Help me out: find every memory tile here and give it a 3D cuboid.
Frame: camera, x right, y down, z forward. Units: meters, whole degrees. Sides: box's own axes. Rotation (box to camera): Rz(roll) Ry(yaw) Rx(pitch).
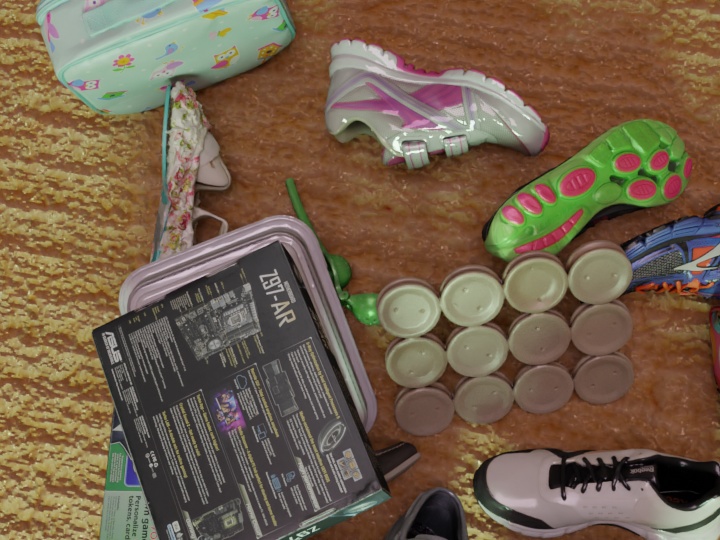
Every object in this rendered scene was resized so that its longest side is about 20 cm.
[{"bbox_3d":[0.116,0.055,0.835,0.198,0.017,0.154,-10,122,3],"label":"memory tile"}]

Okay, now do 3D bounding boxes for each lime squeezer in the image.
[{"bbox_3d":[0.000,0.000,0.886,0.199,0.038,0.071,34,86,9],"label":"lime squeezer"}]

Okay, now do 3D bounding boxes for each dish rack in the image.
[{"bbox_3d":[-0.089,0.073,0.850,0.170,0.044,0.202,-21,101,1],"label":"dish rack"}]

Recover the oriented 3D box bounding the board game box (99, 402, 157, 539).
[{"bbox_3d":[-0.125,0.184,0.783,0.133,0.029,0.202,-1,72,10],"label":"board game box"}]

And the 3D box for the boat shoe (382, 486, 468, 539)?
[{"bbox_3d":[0.042,0.219,0.767,0.070,0.201,0.072,29,109,-1],"label":"boat shoe"}]

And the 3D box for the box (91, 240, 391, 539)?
[{"bbox_3d":[-0.089,0.101,0.763,0.159,0.044,0.201,-26,69,2],"label":"box"}]

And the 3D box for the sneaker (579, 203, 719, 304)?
[{"bbox_3d":[0.271,-0.006,0.847,0.198,0.075,0.079,-22,84,3],"label":"sneaker"}]

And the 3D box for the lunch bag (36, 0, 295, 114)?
[{"bbox_3d":[-0.153,-0.205,0.866,0.198,0.160,0.078,-22,81,3],"label":"lunch bag"}]

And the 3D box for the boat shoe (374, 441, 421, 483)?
[{"bbox_3d":[-0.047,0.175,0.837,0.199,0.067,0.057,-27,79,-13],"label":"boat shoe"}]

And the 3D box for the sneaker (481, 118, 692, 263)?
[{"bbox_3d":[0.181,-0.066,0.861,0.199,0.084,0.077,-23,95,-16],"label":"sneaker"}]

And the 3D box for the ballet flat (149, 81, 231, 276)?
[{"bbox_3d":[-0.141,-0.056,0.895,0.063,0.076,0.202,6,92,-4],"label":"ballet flat"}]

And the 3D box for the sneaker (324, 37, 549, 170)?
[{"bbox_3d":[0.057,-0.121,0.882,0.198,0.081,0.089,18,85,16],"label":"sneaker"}]

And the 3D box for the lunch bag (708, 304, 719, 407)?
[{"bbox_3d":[0.318,0.111,0.770,0.081,0.176,0.202,-12,85,7],"label":"lunch bag"}]

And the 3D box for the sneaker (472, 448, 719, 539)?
[{"bbox_3d":[0.187,0.163,0.818,0.198,0.080,0.074,3,54,3],"label":"sneaker"}]
